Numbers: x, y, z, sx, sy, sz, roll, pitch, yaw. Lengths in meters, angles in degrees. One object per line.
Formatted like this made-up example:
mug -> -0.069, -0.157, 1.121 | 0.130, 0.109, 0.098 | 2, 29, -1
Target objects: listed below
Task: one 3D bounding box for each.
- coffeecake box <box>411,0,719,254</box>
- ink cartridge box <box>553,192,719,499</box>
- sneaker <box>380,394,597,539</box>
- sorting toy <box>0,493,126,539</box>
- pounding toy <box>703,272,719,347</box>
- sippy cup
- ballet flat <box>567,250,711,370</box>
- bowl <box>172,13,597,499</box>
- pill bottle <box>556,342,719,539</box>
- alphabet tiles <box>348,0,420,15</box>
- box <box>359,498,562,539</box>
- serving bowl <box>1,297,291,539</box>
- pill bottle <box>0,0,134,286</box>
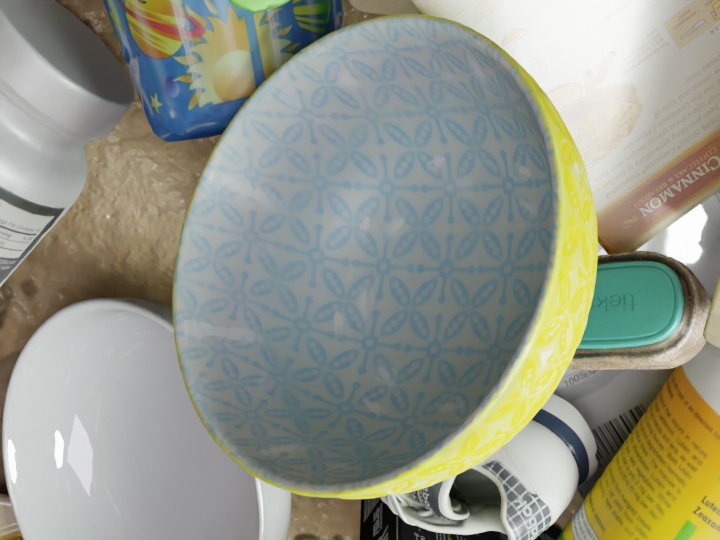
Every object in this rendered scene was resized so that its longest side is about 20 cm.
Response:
coffeecake box -> 0.116, -0.128, 0.701 | 0.153, 0.073, 0.200 | -36, 119, 11
ink cartridge box -> 0.150, 0.027, 0.861 | 0.145, 0.086, 0.201 | -30, 105, 12
sneaker -> 0.027, 0.093, 0.851 | 0.198, 0.081, 0.077 | 9, 133, 40
sorting toy -> -0.183, 0.231, 0.971 | 0.197, 0.037, 0.187 | 12, 110, -3
pounding toy -> 0.242, 0.001, 0.628 | 0.182, 0.142, 0.202 | 21, 122, 20
sippy cup -> -0.064, -0.133, 0.747 | 0.138, 0.178, 0.132 | -11, 94, 22
ballet flat -> 0.072, 0.024, 0.751 | 0.198, 0.067, 0.069 | 5, 82, 30
bowl -> 0.026, 0.004, 0.672 | 0.200, 0.201, 0.107 | -48, 142, 17
pill bottle -> 0.188, 0.101, 0.783 | 0.110, 0.111, 0.201 | 28, 109, -9
alphabet tiles -> 0.093, -0.183, 0.822 | 0.193, 0.015, 0.202 | 7, 110, -1
box -> 0.075, 0.188, 0.862 | 0.159, 0.200, 0.044 | 31, 109, -11
serving bowl -> -0.111, 0.110, 0.881 | 0.198, 0.066, 0.203 | 9, 105, 35
pill bottle -> -0.216, -0.048, 0.827 | 0.116, 0.117, 0.200 | 40, 106, -13
